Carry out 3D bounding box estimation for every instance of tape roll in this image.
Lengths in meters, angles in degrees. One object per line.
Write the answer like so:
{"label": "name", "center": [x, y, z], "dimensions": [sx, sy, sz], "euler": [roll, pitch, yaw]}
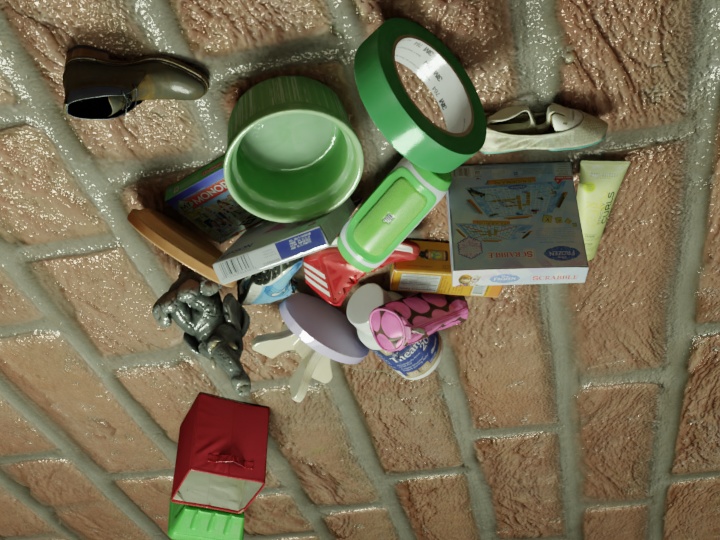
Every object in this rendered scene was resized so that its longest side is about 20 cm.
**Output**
{"label": "tape roll", "center": [0.079, -0.224, 1.196], "dimensions": [0.198, 0.204, 0.048], "euler": [29, 136, -33]}

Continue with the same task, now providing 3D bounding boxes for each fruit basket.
{"label": "fruit basket", "center": [-0.400, 0.645, 2.405], "dimensions": [0.210, 0.157, 0.219], "euler": [-4, 127, -5]}

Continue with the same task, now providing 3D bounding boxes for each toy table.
{"label": "toy table", "center": [-0.093, 0.137, 1.708], "dimensions": [0.198, 0.185, 0.117], "euler": [35, 117, -23]}

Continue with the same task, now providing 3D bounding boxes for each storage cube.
{"label": "storage cube", "center": [-0.303, 0.400, 2.037], "dimensions": [0.167, 0.183, 0.201], "euler": [14, 140, -18]}

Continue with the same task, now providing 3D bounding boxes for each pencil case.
{"label": "pencil case", "center": [0.108, 0.080, 1.610], "dimensions": [0.092, 0.093, 0.198], "euler": [-8, -171, 44]}

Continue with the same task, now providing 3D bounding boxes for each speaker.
{"label": "speaker", "center": [0.050, -0.092, 1.434], "dimensions": [0.087, 0.089, 0.200], "euler": [26, 120, -31]}

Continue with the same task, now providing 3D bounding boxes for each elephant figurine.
{"label": "elephant figurine", "center": [-0.251, 0.103, 1.590], "dimensions": [0.140, 0.156, 0.201], "euler": [-22, 112, 44]}

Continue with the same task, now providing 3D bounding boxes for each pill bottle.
{"label": "pill bottle", "center": [0.061, 0.109, 1.709], "dimensions": [0.109, 0.113, 0.200], "euler": [-21, 138, 26]}

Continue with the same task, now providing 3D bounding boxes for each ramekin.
{"label": "ramekin", "center": [-0.098, -0.175, 1.322], "dimensions": [0.195, 0.099, 0.203], "euler": [-7, 137, -6]}

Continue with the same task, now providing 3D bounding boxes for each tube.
{"label": "tube", "center": [0.369, -0.099, 1.491], "dimensions": [0.057, 0.052, 0.202], "euler": [-32, 146, -27]}

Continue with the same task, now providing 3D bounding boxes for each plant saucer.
{"label": "plant saucer", "center": [-0.276, -0.042, 1.477], "dimensions": [0.199, 0.200, 0.033], "euler": [33, 92, -35]}

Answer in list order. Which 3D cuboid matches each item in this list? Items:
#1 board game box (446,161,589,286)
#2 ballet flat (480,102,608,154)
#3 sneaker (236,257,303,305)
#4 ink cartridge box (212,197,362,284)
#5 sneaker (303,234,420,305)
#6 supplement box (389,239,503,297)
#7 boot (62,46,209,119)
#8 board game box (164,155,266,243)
{"label": "board game box", "center": [0.228, -0.072, 1.397], "dimensions": [0.195, 0.203, 0.042], "euler": [-1, 145, 3]}
{"label": "ballet flat", "center": [0.257, -0.206, 1.335], "dimensions": [0.195, 0.068, 0.063], "euler": [-6, 133, 8]}
{"label": "sneaker", "center": [-0.143, 0.004, 1.613], "dimensions": [0.088, 0.080, 0.199], "euler": [6, 158, -29]}
{"label": "ink cartridge box", "center": [-0.109, -0.062, 1.451], "dimensions": [0.193, 0.201, 0.044], "euler": [-20, 109, 22]}
{"label": "sneaker", "center": [0.000, 0.000, 1.551], "dimensions": [0.195, 0.119, 0.078], "euler": [4, -174, 12]}
{"label": "supplement box", "center": [0.148, -0.003, 1.600], "dimensions": [0.195, 0.068, 0.069], "euler": [6, 146, -6]}
{"label": "boot", "center": [-0.306, -0.236, 1.266], "dimensions": [0.195, 0.099, 0.075], "euler": [6, 143, -8]}
{"label": "board game box", "center": [-0.192, -0.122, 1.475], "dimensions": [0.197, 0.030, 0.134], "euler": [-24, 138, 28]}
